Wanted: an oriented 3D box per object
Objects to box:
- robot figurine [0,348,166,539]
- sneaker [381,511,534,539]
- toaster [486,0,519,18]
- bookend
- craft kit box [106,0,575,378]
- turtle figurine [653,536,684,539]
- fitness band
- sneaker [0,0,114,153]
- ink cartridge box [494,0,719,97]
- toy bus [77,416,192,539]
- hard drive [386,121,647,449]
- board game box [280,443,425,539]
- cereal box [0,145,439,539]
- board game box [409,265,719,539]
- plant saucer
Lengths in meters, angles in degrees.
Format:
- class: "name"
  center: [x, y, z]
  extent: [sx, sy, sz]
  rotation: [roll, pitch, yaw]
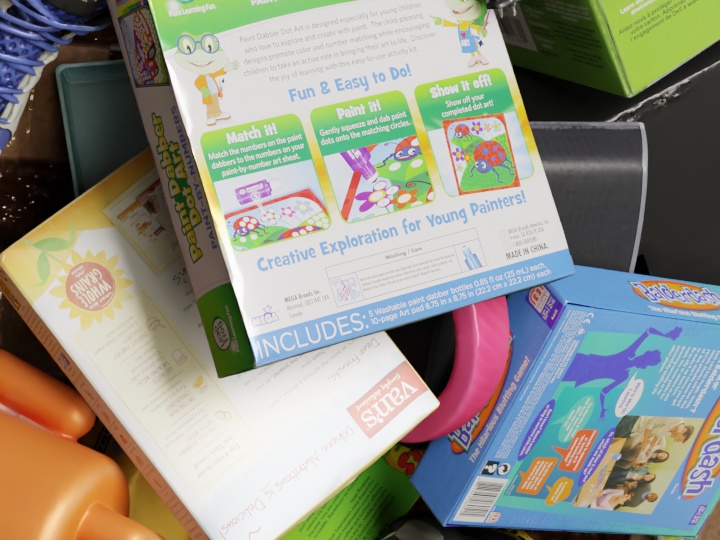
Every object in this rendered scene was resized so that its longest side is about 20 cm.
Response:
- class: "robot figurine"
  center: [-0.198, 0.129, 1.217]
  extent: [0.117, 0.199, 0.145]
  rotation: [-42, 150, -57]
- class: "sneaker"
  center: [0.066, 0.178, 1.412]
  extent: [0.090, 0.070, 0.200]
  rotation: [-54, 149, -21]
- class: "toaster"
  center: [0.124, -0.229, 1.182]
  extent: [0.129, 0.114, 0.201]
  rotation: [-11, 111, -28]
- class: "bookend"
  center: [0.148, -0.032, 1.403]
  extent: [0.198, 0.092, 0.201]
  rotation: [-28, 127, -6]
- class: "craft kit box"
  center: [-0.008, -0.067, 1.175]
  extent: [0.199, 0.048, 0.199]
  rotation: [-14, 88, -33]
- class: "turtle figurine"
  center: [0.173, 0.100, 1.470]
  extent: [0.161, 0.064, 0.200]
  rotation: [-49, 121, -8]
- class: "fitness band"
  center: [0.000, 0.000, 1.285]
  extent: [0.037, 0.200, 0.144]
  rotation: [-17, 156, -46]
- class: "sneaker"
  center: [-0.174, -0.130, 1.185]
  extent: [0.080, 0.115, 0.200]
  rotation: [25, 92, -31]
- class: "ink cartridge box"
  center: [0.175, -0.188, 1.339]
  extent: [0.200, 0.148, 0.076]
  rotation: [-34, 116, -17]
- class: "toy bus"
  center: [-0.122, 0.118, 1.304]
  extent: [0.065, 0.078, 0.201]
  rotation: [22, 91, -31]
- class: "hard drive"
  center: [0.087, 0.013, 1.318]
  extent: [0.134, 0.042, 0.201]
  rotation: [-1, 122, -23]
- class: "board game box"
  center: [-0.031, 0.131, 1.378]
  extent: [0.101, 0.048, 0.200]
  rotation: [39, 85, -32]
- class: "cereal box"
  center: [-0.074, 0.036, 1.221]
  extent: [0.144, 0.040, 0.200]
  rotation: [-36, 88, -22]
- class: "board game box"
  center: [0.143, 0.076, 1.330]
  extent: [0.199, 0.045, 0.153]
  rotation: [8, 119, -38]
- class: "plant saucer"
  center: [-0.113, -0.014, 1.252]
  extent: [0.069, 0.019, 0.201]
  rotation: [-7, 77, -17]
